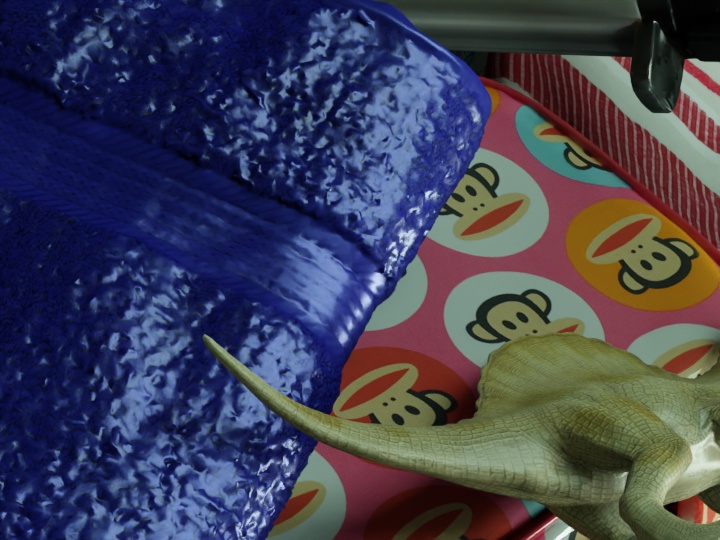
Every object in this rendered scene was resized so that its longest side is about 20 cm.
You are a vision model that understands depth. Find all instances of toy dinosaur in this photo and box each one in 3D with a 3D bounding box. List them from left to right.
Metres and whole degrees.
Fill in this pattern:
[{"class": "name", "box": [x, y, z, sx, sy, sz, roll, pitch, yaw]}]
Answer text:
[{"class": "toy dinosaur", "box": [0.059, 0.047, 0.665, 0.199, 0.058, 0.101, -9, 41, -36]}]

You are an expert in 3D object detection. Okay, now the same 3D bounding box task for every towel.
[{"class": "towel", "box": [-0.069, -0.004, 0.670, 0.147, 0.050, 0.201, 20, 57, 13]}, {"class": "towel", "box": [0.109, -0.073, 1.067, 0.144, 0.023, 0.200, 39, 33, -18]}]

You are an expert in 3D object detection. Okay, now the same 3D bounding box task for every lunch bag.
[{"class": "lunch bag", "box": [0.016, 0.041, 0.735, 0.199, 0.082, 0.176, -28, 53, -34]}]

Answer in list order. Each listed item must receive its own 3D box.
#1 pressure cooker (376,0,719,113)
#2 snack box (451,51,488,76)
[{"class": "pressure cooker", "box": [0.081, -0.162, 0.949, 0.179, 0.199, 0.177, -58, 147, -52]}, {"class": "snack box", "box": [0.094, -0.092, 1.161, 0.168, 0.068, 0.201, 21, 39, -40]}]
